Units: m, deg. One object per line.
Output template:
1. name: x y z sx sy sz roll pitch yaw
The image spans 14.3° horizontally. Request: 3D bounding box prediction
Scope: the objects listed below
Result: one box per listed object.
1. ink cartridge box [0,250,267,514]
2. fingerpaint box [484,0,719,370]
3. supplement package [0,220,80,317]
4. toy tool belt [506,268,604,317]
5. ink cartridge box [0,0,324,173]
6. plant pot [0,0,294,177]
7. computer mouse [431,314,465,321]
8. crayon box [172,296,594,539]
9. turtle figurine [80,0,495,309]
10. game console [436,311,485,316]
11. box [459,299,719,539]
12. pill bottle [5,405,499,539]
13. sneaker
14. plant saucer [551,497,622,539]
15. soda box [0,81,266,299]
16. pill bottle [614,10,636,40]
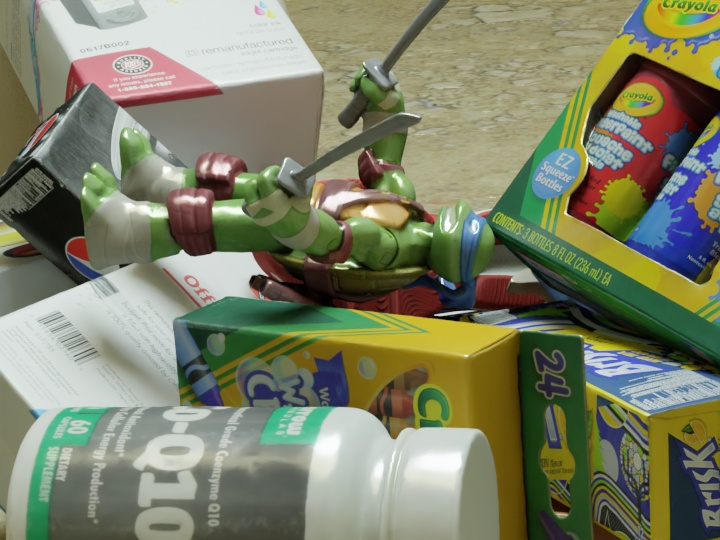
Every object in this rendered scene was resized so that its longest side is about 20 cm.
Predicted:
1. ink cartridge box: -0.107 0.062 1.453 0.116 0.068 0.200 47 40 17
2. fingerpaint box: 0.182 -0.039 1.369 0.200 0.167 0.073 32 -6 47
3. supplement package: -0.169 0.028 1.644 0.200 0.110 0.114 -16 18 -40
4. toy tool belt: 0.139 0.004 1.492 0.123 0.125 0.200 -14 31 -32
5. ink cartridge box: -0.124 -0.131 1.724 0.147 0.086 0.200 -10 42 -20
6. plant pot: -0.121 -0.058 1.841 0.199 0.201 0.177 -8 27 -18
7. computer mouse: 0.007 0.058 1.561 0.140 0.046 0.200 -7 20 36
8. crayon box: 0.009 0.086 1.334 0.199 0.126 0.052 5 17 33
9. turtle figurine: -0.034 -0.061 1.397 0.193 0.200 0.144 0 53 13
10. game console: 0.076 0.006 1.833 0.176 0.031 0.200 -4 13 -1
11. box: 0.116 0.070 1.353 0.064 0.070 0.200 -8 15 -21
12. pill bottle: -0.045 0.116 1.254 0.199 0.114 0.113 -1 14 14
13. sneaker: 0.000 0.000 1.562 0.199 0.079 0.115 11 -14 -38
14. plant saucer: 0.126 0.103 1.430 0.199 0.032 0.200 -4 13 1
15. soda box: -0.104 -0.006 1.570 0.063 0.200 0.071 -33 19 49
16. pill bottle: 0.163 -0.048 1.649 0.114 0.200 0.115 15 43 -14
